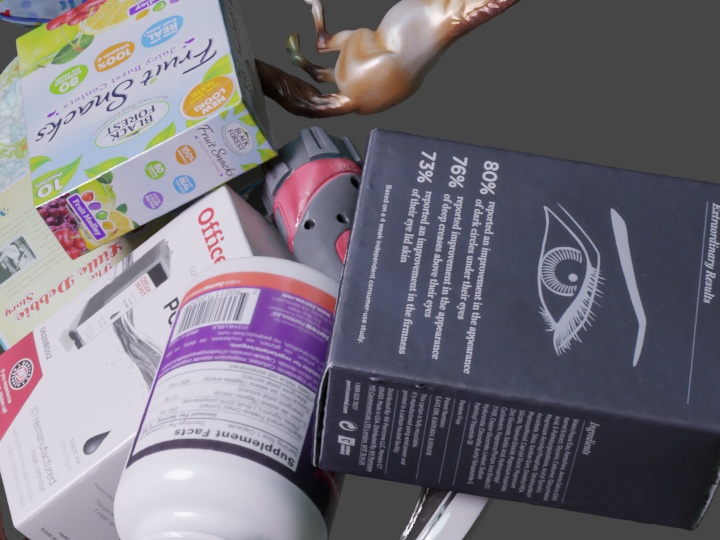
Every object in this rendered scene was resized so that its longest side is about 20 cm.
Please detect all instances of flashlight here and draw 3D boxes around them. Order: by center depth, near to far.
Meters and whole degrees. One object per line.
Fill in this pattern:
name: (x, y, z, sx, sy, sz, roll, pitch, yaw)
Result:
flashlight: (0.000, 0.000, 1.516, 0.068, 0.068, 0.200, -51, 41, 20)

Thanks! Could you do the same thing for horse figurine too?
horse figurine: (0.021, -0.154, 1.628, 0.200, 0.050, 0.133, -40, 46, 2)

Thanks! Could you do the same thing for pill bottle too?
pill bottle: (-0.063, 0.100, 1.354, 0.111, 0.111, 0.200, -15, 42, 32)

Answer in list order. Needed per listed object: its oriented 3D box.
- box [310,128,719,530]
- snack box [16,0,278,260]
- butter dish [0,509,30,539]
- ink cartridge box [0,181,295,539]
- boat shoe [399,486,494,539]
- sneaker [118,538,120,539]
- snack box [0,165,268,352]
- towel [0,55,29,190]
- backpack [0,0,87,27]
box: (0.086, 0.029, 1.307, 0.199, 0.104, 0.148, 11, 56, 2)
snack box: (-0.135, -0.108, 1.615, 0.142, 0.053, 0.200, -28, 36, 9)
butter dish: (-0.254, 0.173, 1.540, 0.200, 0.147, 0.200, 111, 157, -43)
ink cartridge box: (-0.116, 0.065, 1.544, 0.200, 0.083, 0.147, -38, 40, 11)
boat shoe: (0.055, 0.081, 1.380, 0.064, 0.071, 0.200, 27, 64, 4)
sneaker: (-0.054, 0.176, 1.417, 0.200, 0.078, 0.085, 14, 61, 37)
snack box: (-0.156, -0.033, 1.650, 0.200, 0.037, 0.116, -35, 55, -3)
towel: (-0.209, -0.063, 1.760, 0.200, 0.048, 0.171, 19, 72, 47)
backpack: (-0.221, -0.269, 1.840, 0.200, 0.163, 0.154, -60, 39, 42)
